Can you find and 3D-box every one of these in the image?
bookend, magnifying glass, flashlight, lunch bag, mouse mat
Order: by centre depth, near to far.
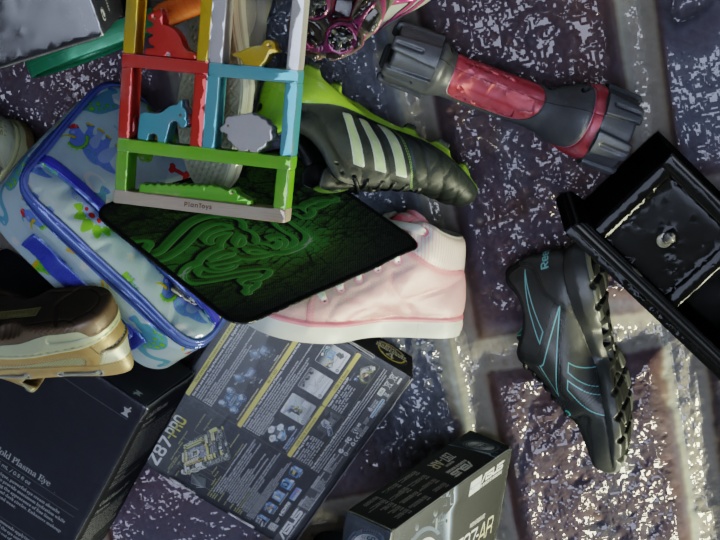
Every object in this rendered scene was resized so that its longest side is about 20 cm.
[{"bbox_3d":[-0.165,-0.183,1.074,0.200,0.080,0.022,-15,98,26],"label":"magnifying glass"},{"bbox_3d":[-0.073,-0.031,1.074,0.161,0.200,0.008,36,130,28],"label":"mouse mat"},{"bbox_3d":[0.115,-0.137,1.113,0.200,0.068,0.068,20,126,-7],"label":"flashlight"},{"bbox_3d":[-0.173,-0.032,1.116,0.200,0.161,0.082,46,137,-12],"label":"lunch bag"},{"bbox_3d":[0.295,-0.044,1.125,0.199,0.092,0.200,43,105,-11],"label":"bookend"}]

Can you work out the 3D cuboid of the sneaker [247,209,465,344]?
[{"bbox_3d":[0.000,0.000,1.141,0.200,0.075,0.105,0,107,-31],"label":"sneaker"}]

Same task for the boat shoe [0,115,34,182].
[{"bbox_3d":[-0.343,-0.046,1.163,0.063,0.073,0.200,23,106,-51],"label":"boat shoe"}]

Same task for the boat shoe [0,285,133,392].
[{"bbox_3d":[-0.260,0.060,1.081,0.200,0.072,0.076,0,128,29],"label":"boat shoe"}]

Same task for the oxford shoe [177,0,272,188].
[{"bbox_3d":[-0.098,-0.158,1.094,0.075,0.058,0.200,-3,84,37],"label":"oxford shoe"}]

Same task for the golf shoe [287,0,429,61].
[{"bbox_3d":[0.036,-0.232,1.073,0.200,0.092,0.073,-29,101,17],"label":"golf shoe"}]

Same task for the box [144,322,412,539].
[{"bbox_3d":[-0.074,0.118,1.227,0.161,0.049,0.200,30,109,-10],"label":"box"}]

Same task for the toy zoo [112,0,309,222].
[{"bbox_3d":[-0.105,-0.140,1.022,0.131,0.020,0.200,7,99,10],"label":"toy zoo"}]

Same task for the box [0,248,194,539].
[{"bbox_3d":[-0.272,0.116,1.187,0.200,0.104,0.182,33,109,6],"label":"box"}]

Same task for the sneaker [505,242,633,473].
[{"bbox_3d":[0.176,0.074,1.195,0.079,0.075,0.200,-9,103,21],"label":"sneaker"}]

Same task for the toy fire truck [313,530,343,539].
[{"bbox_3d":[-0.072,0.340,1.264,0.200,0.129,0.176,-16,124,27],"label":"toy fire truck"}]

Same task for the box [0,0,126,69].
[{"bbox_3d":[-0.273,-0.214,1.041,0.200,0.198,0.123,-15,111,9],"label":"box"}]

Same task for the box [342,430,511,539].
[{"bbox_3d":[0.049,0.239,1.187,0.044,0.200,0.160,19,112,29],"label":"box"}]

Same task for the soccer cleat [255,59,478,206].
[{"bbox_3d":[0.002,-0.086,1.117,0.200,0.068,0.081,28,78,-26],"label":"soccer cleat"}]
